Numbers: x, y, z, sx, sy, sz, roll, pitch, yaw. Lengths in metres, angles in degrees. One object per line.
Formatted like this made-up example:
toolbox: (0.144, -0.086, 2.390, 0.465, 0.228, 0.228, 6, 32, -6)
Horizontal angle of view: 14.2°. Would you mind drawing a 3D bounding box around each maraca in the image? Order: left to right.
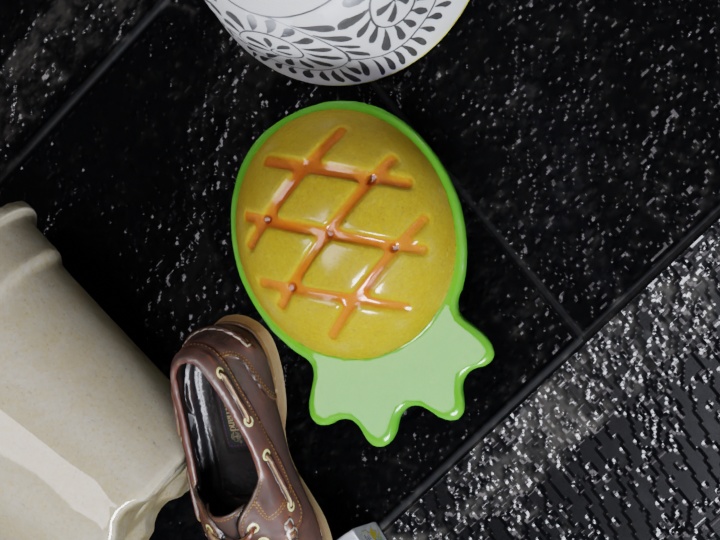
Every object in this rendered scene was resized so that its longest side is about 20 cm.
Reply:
maraca: (0.000, 0.000, 1.675, 0.137, 0.107, 0.200, -21, 85, 15)

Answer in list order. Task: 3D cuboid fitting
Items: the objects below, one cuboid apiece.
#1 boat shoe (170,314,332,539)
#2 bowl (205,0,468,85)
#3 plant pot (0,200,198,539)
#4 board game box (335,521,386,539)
boat shoe: (-0.069, 0.129, 1.680, 0.070, 0.070, 0.200, -10, 105, 26)
bowl: (-0.033, -0.207, 1.687, 0.201, 0.094, 0.201, 2, 95, 25)
plant pot: (-0.196, 0.093, 1.746, 0.183, 0.200, 0.201, 39, 109, 7)
board game box: (-0.037, 0.261, 1.751, 0.200, 0.034, 0.135, -37, 77, 23)
